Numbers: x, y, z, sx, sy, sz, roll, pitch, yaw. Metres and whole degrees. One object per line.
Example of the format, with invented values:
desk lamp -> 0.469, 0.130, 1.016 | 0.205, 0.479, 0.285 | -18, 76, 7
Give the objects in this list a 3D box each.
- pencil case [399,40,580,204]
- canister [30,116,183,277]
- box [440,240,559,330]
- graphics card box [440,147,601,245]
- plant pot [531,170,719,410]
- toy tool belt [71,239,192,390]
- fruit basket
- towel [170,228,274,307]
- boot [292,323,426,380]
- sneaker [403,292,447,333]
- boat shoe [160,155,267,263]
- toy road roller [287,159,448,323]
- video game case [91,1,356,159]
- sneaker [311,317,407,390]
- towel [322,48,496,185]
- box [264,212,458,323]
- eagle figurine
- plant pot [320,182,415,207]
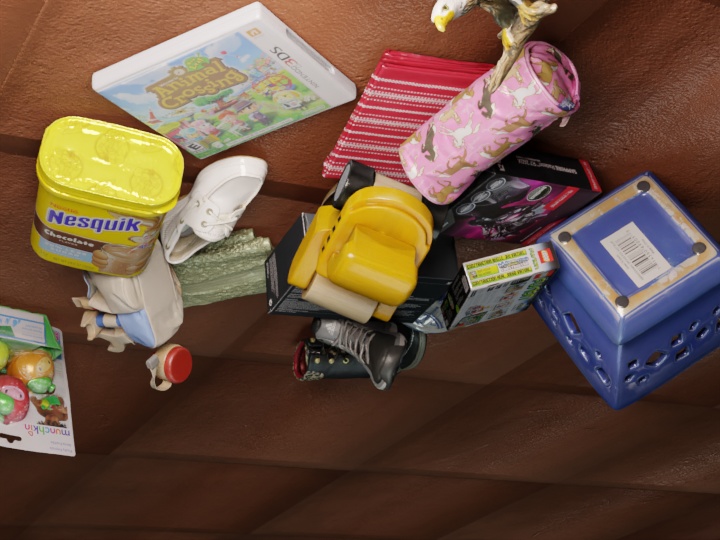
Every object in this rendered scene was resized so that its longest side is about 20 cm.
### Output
pencil case -> 0.130, -0.146, 1.368 | 0.200, 0.087, 0.083 | -35, 172, 36
canister -> -0.281, -0.073, 1.473 | 0.148, 0.087, 0.200 | 12, 153, -12
box -> 0.164, 0.021, 1.626 | 0.110, 0.035, 0.200 | -14, 166, -9
graphics card box -> 0.168, -0.086, 1.549 | 0.200, 0.051, 0.125 | 7, 145, -44
plant pot -> 0.329, 0.014, 1.627 | 0.200, 0.200, 0.180 | -31, 149, -8
toy tool belt -> -0.284, 0.044, 1.653 | 0.123, 0.125, 0.200 | 6, 125, 32
fruit basket -> -0.462, 0.142, 1.785 | 0.185, 0.200, 0.094 | 17, 133, -39
towel -> -0.197, 0.003, 1.733 | 0.200, 0.037, 0.148 | -10, 154, 8
boot -> -0.001, 0.115, 1.968 | 0.154, 0.074, 0.204 | -1, 159, -22
sneaker -> 0.077, 0.033, 1.814 | 0.200, 0.075, 0.088 | 5, 153, -24
boat shoe -> -0.167, -0.064, 1.551 | 0.071, 0.069, 0.200 | 12, 149, -31
toy road roller -> 0.004, -0.007, 1.450 | 0.123, 0.146, 0.200 | 22, 128, -10
video game case -> -0.134, -0.184, 1.355 | 0.200, 0.022, 0.182 | -18, 153, 25
sneaker -> -0.009, 0.093, 1.727 | 0.115, 0.075, 0.200 | 21, -176, -6
towel -> 0.055, -0.156, 1.430 | 0.145, 0.023, 0.200 | 4, 147, -21
box -> 0.000, 0.000, 1.655 | 0.200, 0.079, 0.141 | 5, 156, -23
eagle figurine -> 0.068, -0.256, 1.157 | 0.200, 0.151, 0.152 | 29, 104, -5
plant pot -> 0.050, -0.084, 1.608 | 0.200, 0.028, 0.200 | -4, 156, -2
